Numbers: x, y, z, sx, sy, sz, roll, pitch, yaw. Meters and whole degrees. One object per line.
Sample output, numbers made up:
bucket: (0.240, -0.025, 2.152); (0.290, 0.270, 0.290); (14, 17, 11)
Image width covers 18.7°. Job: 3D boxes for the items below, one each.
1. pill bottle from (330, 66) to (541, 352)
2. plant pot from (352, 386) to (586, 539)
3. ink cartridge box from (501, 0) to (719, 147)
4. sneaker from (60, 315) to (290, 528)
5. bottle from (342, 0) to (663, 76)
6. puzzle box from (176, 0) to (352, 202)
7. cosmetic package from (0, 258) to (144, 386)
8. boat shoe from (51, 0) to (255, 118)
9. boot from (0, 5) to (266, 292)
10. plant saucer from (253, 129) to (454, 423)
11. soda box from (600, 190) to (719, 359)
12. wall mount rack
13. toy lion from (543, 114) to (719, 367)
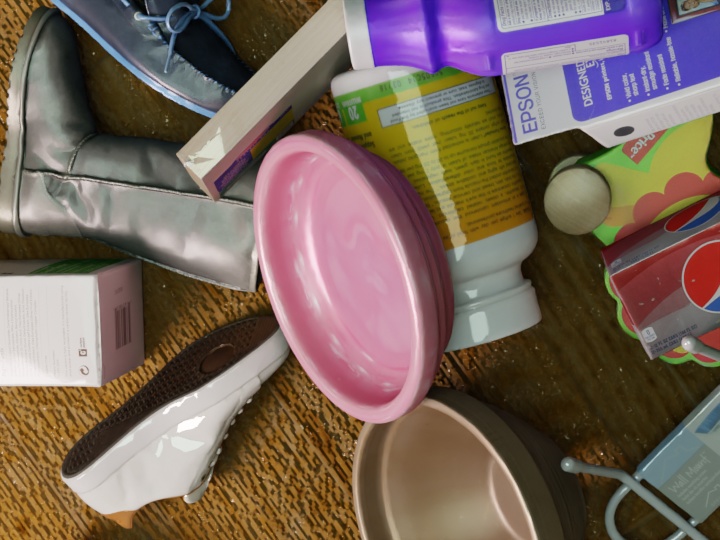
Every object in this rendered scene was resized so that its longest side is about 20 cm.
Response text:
pill bottle: (0.058, -0.051, 1.497); (0.110, 0.111, 0.202); (-16, 94, 14)
plant pot: (0.090, 0.169, 1.510); (0.200, 0.092, 0.203); (26, 125, 44)
ink cartridge box: (0.183, -0.183, 1.435); (0.198, 0.043, 0.200); (-16, 59, 14)
sneaker: (-0.118, 0.112, 1.592); (0.199, 0.073, 0.085); (-37, 116, 11)
bottle: (0.089, -0.165, 1.379); (0.198, 0.065, 0.084); (-10, 58, 3)
puzzle box: (-0.042, -0.131, 1.470); (0.025, 0.133, 0.200); (44, 86, 3)
cosmetic package: (-0.267, 0.038, 1.585); (0.198, 0.108, 0.086); (0, 97, 11)
boat shoe: (-0.146, -0.180, 1.538); (0.199, 0.084, 0.069); (35, 115, 3)
boot: (-0.153, -0.087, 1.561); (0.198, 0.073, 0.184); (9, 102, 14)
plant saucer: (0.000, 0.000, 1.461); (0.050, 0.200, 0.202); (-20, 94, -28)
soda box: (0.262, -0.021, 1.436); (0.199, 0.063, 0.070); (-26, 105, 7)
wall mount rack: (0.231, 0.120, 1.480); (0.173, 0.075, 0.200); (37, 105, -21)
toy lion: (0.235, -0.043, 1.489); (0.191, 0.069, 0.200); (39, 104, -2)
